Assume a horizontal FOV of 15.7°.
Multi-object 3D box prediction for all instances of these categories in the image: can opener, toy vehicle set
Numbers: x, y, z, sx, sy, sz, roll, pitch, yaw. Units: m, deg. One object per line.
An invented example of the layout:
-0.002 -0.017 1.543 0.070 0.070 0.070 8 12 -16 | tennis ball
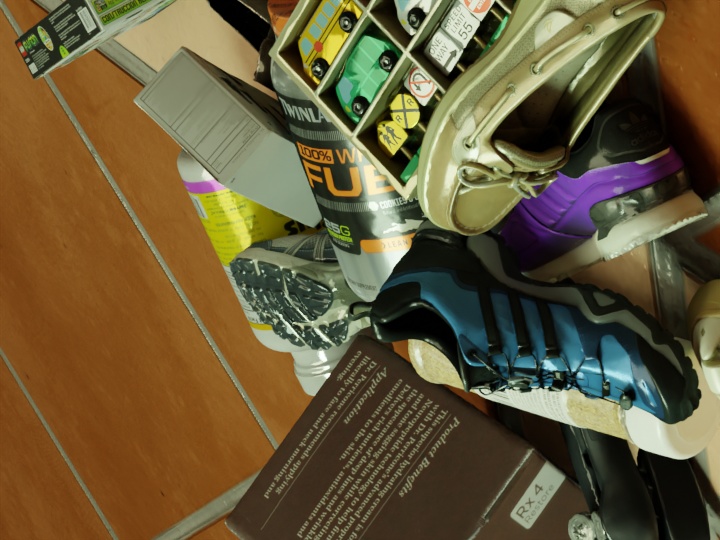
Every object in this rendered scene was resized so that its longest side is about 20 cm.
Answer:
0.148 0.099 1.631 0.200 0.078 0.063 67 153 9 | can opener
0.040 -0.154 1.436 0.124 0.026 0.200 46 124 19 | toy vehicle set

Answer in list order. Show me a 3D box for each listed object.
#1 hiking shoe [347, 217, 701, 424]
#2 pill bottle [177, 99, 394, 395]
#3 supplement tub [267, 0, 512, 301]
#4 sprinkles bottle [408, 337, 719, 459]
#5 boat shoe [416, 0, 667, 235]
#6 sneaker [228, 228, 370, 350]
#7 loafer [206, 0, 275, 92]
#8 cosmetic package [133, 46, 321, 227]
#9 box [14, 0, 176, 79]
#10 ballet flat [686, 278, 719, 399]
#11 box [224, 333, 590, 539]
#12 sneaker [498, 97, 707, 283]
0.096 0.046 1.469 0.200 0.087 0.074 27 154 28 | hiking shoe
-0.047 -0.014 1.864 0.104 0.104 0.200 13 131 62 | pill bottle
0.020 -0.088 1.588 0.122 0.122 0.200 24 140 56 | supplement tub
0.121 0.057 1.565 0.200 0.068 0.068 16 135 41 | sprinkles bottle
0.096 -0.087 1.393 0.201 0.073 0.063 -55 46 31 | boat shoe
0.000 0.000 1.757 0.200 0.086 0.078 2 130 41 | sneaker
-0.039 -0.133 1.730 0.200 0.071 0.073 52 158 17 | loafer
-0.069 -0.083 1.658 0.083 0.051 0.200 45 -174 14 | cosmetic package
-0.178 -0.194 1.908 0.035 0.110 0.200 61 159 -5 | box
0.219 0.046 1.402 0.200 0.063 0.069 9 127 64 | ballet flat
0.053 0.177 1.739 0.164 0.166 0.200 39 177 -42 | box
0.123 -0.053 1.491 0.100 0.069 0.200 65 154 0 | sneaker
